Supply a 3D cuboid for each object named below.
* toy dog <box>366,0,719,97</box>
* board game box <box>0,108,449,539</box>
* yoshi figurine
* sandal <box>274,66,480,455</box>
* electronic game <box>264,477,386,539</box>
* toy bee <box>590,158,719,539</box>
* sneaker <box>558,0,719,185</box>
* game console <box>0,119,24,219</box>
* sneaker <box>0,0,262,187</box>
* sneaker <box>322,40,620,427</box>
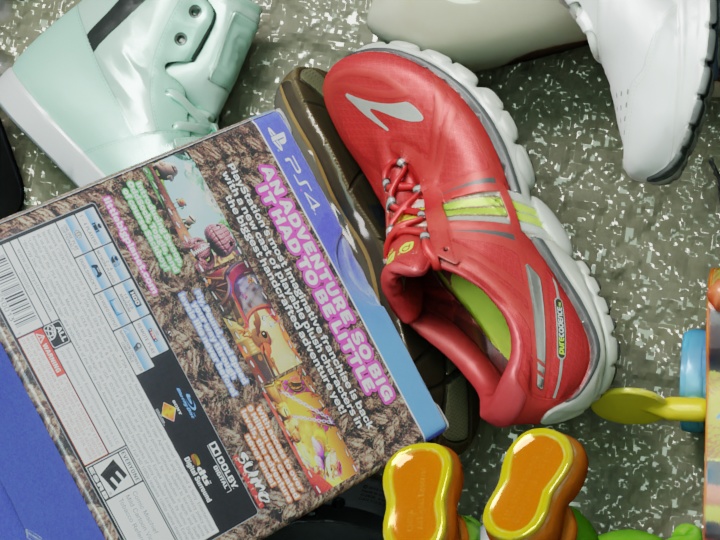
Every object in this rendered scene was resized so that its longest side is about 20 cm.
[{"bbox_3d":[0.108,-0.142,1.229,0.199,0.140,0.195,14,93,11],"label":"toy dog"},{"bbox_3d":[-0.087,0.046,1.128,0.097,0.200,0.160,-30,87,43],"label":"board game box"},{"bbox_3d":[0.089,0.130,1.179,0.112,0.200,0.112,-39,45,-2],"label":"yoshi figurine"},{"bbox_3d":[0.000,0.000,1.257,0.054,0.082,0.201,-33,74,25],"label":"sandal"},{"bbox_3d":[-0.019,0.192,1.246,0.199,0.042,0.201,-3,73,10],"label":"electronic game"},{"bbox_3d":[0.164,0.042,1.205,0.130,0.109,0.201,-20,79,8],"label":"toy bee"},{"bbox_3d":[0.107,-0.132,1.139,0.087,0.075,0.201,-5,78,4],"label":"sneaker"},{"bbox_3d":[-0.274,-0.076,1.254,0.116,0.176,0.201,-4,114,33],"label":"game console"},{"bbox_3d":[-0.071,-0.064,1.274,0.200,0.074,0.118,43,97,15],"label":"sneaker"},{"bbox_3d":[0.037,-0.018,1.200,0.085,0.077,0.200,-18,66,-39],"label":"sneaker"}]
